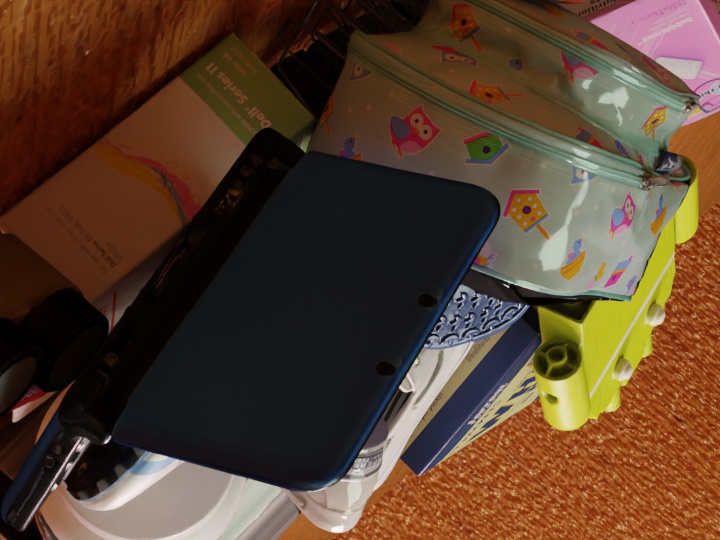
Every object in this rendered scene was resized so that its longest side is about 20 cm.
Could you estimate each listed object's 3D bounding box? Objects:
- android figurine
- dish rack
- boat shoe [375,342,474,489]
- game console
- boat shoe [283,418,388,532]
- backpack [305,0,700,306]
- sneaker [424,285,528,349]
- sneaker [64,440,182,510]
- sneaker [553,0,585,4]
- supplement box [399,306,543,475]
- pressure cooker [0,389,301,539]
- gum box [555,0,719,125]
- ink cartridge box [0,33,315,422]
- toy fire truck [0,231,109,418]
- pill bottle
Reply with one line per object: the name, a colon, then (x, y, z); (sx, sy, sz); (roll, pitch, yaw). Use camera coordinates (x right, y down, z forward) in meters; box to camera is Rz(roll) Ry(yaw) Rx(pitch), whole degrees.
android figurine: (0.158, 0.016, 1.506); (0.182, 0.041, 0.200); (-56, 155, -26)
dish rack: (0.035, -0.165, 1.300); (0.153, 0.055, 0.200); (-36, 167, -41)
boat shoe: (0.023, 0.053, 1.458); (0.067, 0.073, 0.200); (-19, 130, -74)
game console: (-0.051, 0.041, 1.105); (0.200, 0.118, 0.171); (-56, -179, -41)
boat shoe: (-0.048, 0.075, 1.339); (0.071, 0.200, 0.070); (-5, 121, -31)
backpack: (0.071, -0.064, 1.234); (0.200, 0.176, 0.153); (-15, 132, -64)
sneaker: (0.000, 0.000, 1.349); (0.200, 0.078, 0.070); (-4, 127, -27)
sneaker: (-0.062, 0.054, 1.202); (0.200, 0.073, 0.072); (-43, -152, -23)
sneaker: (0.125, -0.227, 1.215); (0.093, 0.070, 0.200); (12, 96, -78)
supplement box: (0.049, -0.003, 1.599); (0.134, 0.200, 0.200); (-52, 167, 27)
pressure cooker: (-0.154, 0.147, 1.499); (0.200, 0.179, 0.176); (-45, 176, -13)
gum box: (0.127, -0.126, 1.449); (0.200, 0.066, 0.114); (-23, 138, 15)
ink cartridge box: (-0.122, -0.020, 1.242); (0.200, 0.067, 0.117); (-41, 171, -19)
toy fire truck: (-0.237, 0.074, 1.105); (0.176, 0.129, 0.200); (-28, 152, -56)
pill bottle: (-0.121, 0.110, 1.316); (0.116, 0.116, 0.200); (-41, 175, -13)
